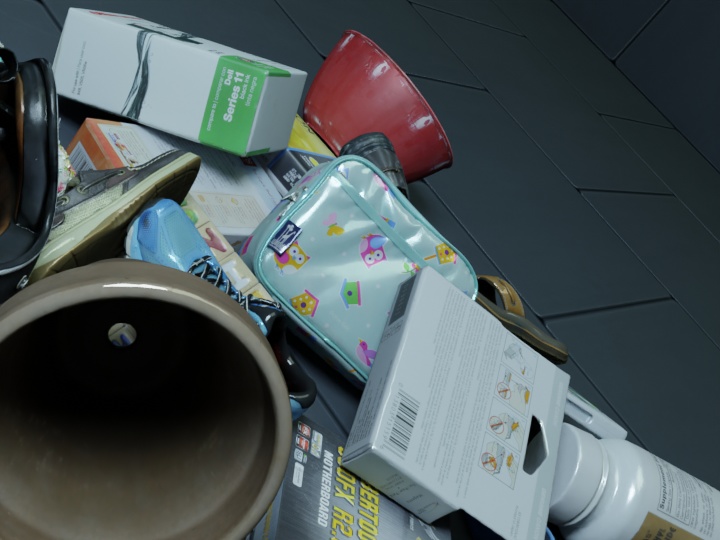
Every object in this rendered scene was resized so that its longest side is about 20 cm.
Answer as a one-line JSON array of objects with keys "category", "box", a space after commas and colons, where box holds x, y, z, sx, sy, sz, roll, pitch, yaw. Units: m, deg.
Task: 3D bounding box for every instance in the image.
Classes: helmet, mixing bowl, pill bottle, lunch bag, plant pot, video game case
[{"category": "helmet", "box": [-0.283, -0.051, 0.678, 0.199, 0.191, 0.200, 9, 1, 0]}, {"category": "mixing bowl", "box": [0.004, -0.167, 1.284, 0.200, 0.108, 0.200, 49, -8, 10]}, {"category": "pill bottle", "box": [0.252, 0.225, 1.055, 0.200, 0.114, 0.115, 29, 29, -22]}, {"category": "lunch bag", "box": [0.000, 0.000, 0.990, 0.200, 0.160, 0.077, 45, -14, -15]}, {"category": "plant pot", "box": [-0.153, 0.073, 0.702, 0.200, 0.201, 0.175, 31, 9, -20]}, {"category": "video game case", "box": [0.161, 0.096, 1.138, 0.182, 0.023, 0.200, 34, 3, -24]}]

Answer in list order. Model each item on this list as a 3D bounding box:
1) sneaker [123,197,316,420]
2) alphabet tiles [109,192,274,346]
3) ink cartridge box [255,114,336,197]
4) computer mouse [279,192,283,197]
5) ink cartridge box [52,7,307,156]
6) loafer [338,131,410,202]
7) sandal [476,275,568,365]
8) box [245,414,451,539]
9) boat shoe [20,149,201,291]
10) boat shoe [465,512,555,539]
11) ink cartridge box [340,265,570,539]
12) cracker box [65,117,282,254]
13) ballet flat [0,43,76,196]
[{"category": "sneaker", "box": [-0.095, 0.029, 0.820, 0.200, 0.090, 0.078, 58, 37, -11]}, {"category": "alphabet tiles", "box": [-0.152, 0.021, 0.871, 0.200, 0.006, 0.166, 52, 44, 1]}, {"category": "ink cartridge box", "box": [-0.068, -0.130, 1.208, 0.198, 0.047, 0.200, 48, 18, 14]}, {"category": "computer mouse", "box": [-0.055, -0.011, 1.107, 0.200, 0.034, 0.059, 55, 18, 14]}, {"category": "ink cartridge box", "box": [-0.169, -0.179, 1.043, 0.199, 0.083, 0.147, 19, 13, 8]}, {"category": "loafer", "box": [0.019, -0.044, 1.110, 0.200, 0.073, 0.072, 77, -12, -51]}, {"category": "sandal", "box": [0.156, 0.040, 1.232, 0.200, 0.055, 0.082, 31, -14, -13]}, {"category": "box", "box": [-0.007, 0.214, 0.802, 0.158, 0.048, 0.200, 33, 28, -15]}, {"category": "boat shoe", "box": [-0.194, -0.048, 0.824, 0.065, 0.073, 0.200, 35, 39, 8]}, {"category": "boat shoe", "box": [0.157, 0.253, 0.919, 0.068, 0.084, 0.200, 9, 41, -29]}, {"category": "ink cartridge box", "box": [0.086, 0.119, 0.907, 0.173, 0.044, 0.200, 38, 44, -17]}, {"category": "cracker box", "box": [-0.158, -0.064, 1.012, 0.200, 0.058, 0.134, 0, 49, -51]}, {"category": "ballet flat", "box": [-0.297, -0.122, 0.923, 0.200, 0.075, 0.064, 58, 0, 22]}]
